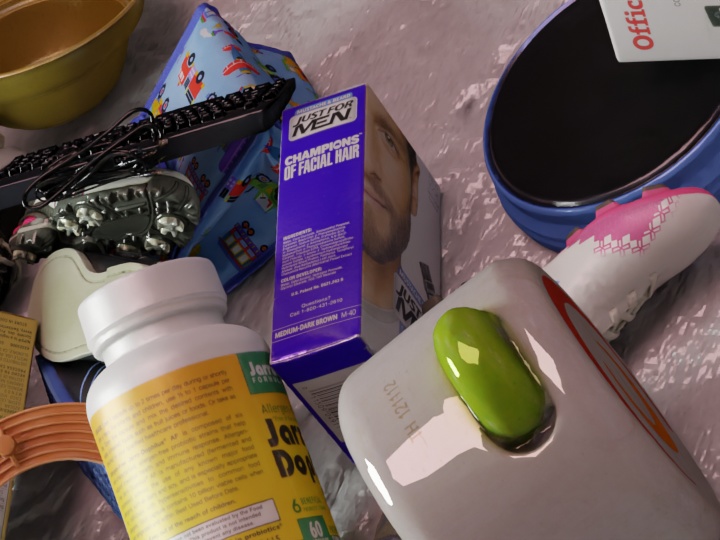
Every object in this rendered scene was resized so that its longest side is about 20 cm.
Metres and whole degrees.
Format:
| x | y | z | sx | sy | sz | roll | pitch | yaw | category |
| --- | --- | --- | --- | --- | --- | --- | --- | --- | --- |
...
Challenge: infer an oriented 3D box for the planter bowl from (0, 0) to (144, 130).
| x | y | z | sx | sy | sz | roll | pitch | yaw | category |
| --- | --- | --- | --- | --- | --- | --- | --- | --- | --- |
| -0.236 | -0.162 | 1.847 | 0.200 | 0.084 | 0.201 | -14 | 34 | 9 | planter bowl |

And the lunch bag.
| x | y | z | sx | sy | sz | roll | pitch | yaw | category |
| --- | --- | --- | --- | --- | --- | --- | --- | --- | --- |
| -0.112 | -0.049 | 1.672 | 0.200 | 0.094 | 0.151 | -49 | 39 | 16 | lunch bag |

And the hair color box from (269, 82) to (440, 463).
| x | y | z | sx | sy | sz | roll | pitch | yaw | category |
| --- | --- | --- | --- | --- | --- | --- | --- | --- | --- |
| 0.000 | 0.000 | 1.487 | 0.065 | 0.109 | 0.200 | -18 | 46 | 19 | hair color box |

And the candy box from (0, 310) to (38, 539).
| x | y | z | sx | sy | sz | roll | pitch | yaw | category |
| --- | --- | --- | --- | --- | --- | --- | --- | --- | --- |
| -0.254 | 0.137 | 1.591 | 0.117 | 0.056 | 0.200 | 122 | 158 | -52 | candy box |

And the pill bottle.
| x | y | z | sx | sy | sz | roll | pitch | yaw | category |
| --- | --- | --- | --- | --- | --- | --- | --- | --- | --- |
| -0.089 | 0.100 | 1.414 | 0.113 | 0.113 | 0.200 | -27 | 75 | 22 | pill bottle |

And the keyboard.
| x | y | z | sx | sy | sz | roll | pitch | yaw | category |
| --- | --- | --- | --- | --- | --- | --- | --- | --- | --- |
| -0.142 | -0.087 | 1.551 | 0.199 | 0.040 | 0.104 | -16 | 22 | 15 | keyboard |

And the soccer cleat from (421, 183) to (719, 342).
| x | y | z | sx | sy | sz | roll | pitch | yaw | category |
| --- | --- | --- | --- | --- | --- | --- | --- | --- | --- |
| 0.122 | 0.027 | 1.403 | 0.200 | 0.070 | 0.087 | -29 | 57 | 23 | soccer cleat |

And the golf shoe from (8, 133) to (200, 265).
| x | y | z | sx | sy | sz | roll | pitch | yaw | category |
| --- | --- | --- | --- | --- | --- | --- | --- | --- | --- |
| -0.164 | -0.053 | 1.617 | 0.200 | 0.077 | 0.088 | -12 | 58 | 55 | golf shoe |

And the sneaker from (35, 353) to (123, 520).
| x | y | z | sx | sy | sz | roll | pitch | yaw | category |
| --- | --- | --- | --- | --- | --- | --- | --- | --- | --- |
| -0.146 | 0.093 | 1.585 | 0.078 | 0.070 | 0.200 | -24 | 28 | -13 | sneaker |

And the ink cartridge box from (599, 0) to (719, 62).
| x | y | z | sx | sy | sz | roll | pitch | yaw | category |
| --- | --- | --- | --- | --- | --- | --- | --- | --- | --- |
| 0.227 | -0.192 | 1.384 | 0.199 | 0.146 | 0.084 | -2 | 55 | 19 | ink cartridge box |

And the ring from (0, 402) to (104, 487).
| x | y | z | sx | sy | sz | roll | pitch | yaw | category |
| --- | --- | --- | --- | --- | --- | --- | --- | --- | --- |
| -0.173 | 0.175 | 1.469 | 0.200 | 0.019 | 0.201 | -1 | 77 | 4 | ring |

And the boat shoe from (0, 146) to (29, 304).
| x | y | z | sx | sy | sz | roll | pitch | yaw | category |
| --- | --- | --- | --- | --- | --- | --- | --- | --- | --- |
| -0.274 | 0.002 | 1.778 | 0.064 | 0.071 | 0.200 | 19 | 65 | 26 | boat shoe |

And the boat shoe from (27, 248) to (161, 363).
| x | y | z | sx | sy | sz | roll | pitch | yaw | category |
| --- | --- | --- | --- | --- | --- | --- | --- | --- | --- |
| -0.149 | 0.024 | 1.579 | 0.199 | 0.066 | 0.075 | -8 | 73 | 59 | boat shoe |

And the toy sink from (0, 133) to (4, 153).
| x | y | z | sx | sy | sz | roll | pitch | yaw | category |
| --- | --- | --- | --- | --- | --- | --- | --- | --- | --- |
| -0.345 | -0.073 | 1.804 | 0.112 | 0.200 | 0.131 | 25 | 83 | 36 | toy sink |

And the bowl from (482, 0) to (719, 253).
| x | y | z | sx | sy | sz | roll | pitch | yaw | category |
| --- | --- | --- | --- | --- | --- | --- | --- | --- | --- |
| 0.160 | -0.101 | 1.493 | 0.200 | 0.039 | 0.201 | -24 | 43 | 25 | bowl |

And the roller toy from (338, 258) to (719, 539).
| x | y | z | sx | sy | sz | roll | pitch | yaw | category |
| --- | --- | --- | --- | --- | --- | --- | --- | --- | --- |
| 0.082 | 0.102 | 1.272 | 0.140 | 0.200 | 0.182 | -38 | 9 | 9 | roller toy |

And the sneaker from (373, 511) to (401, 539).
| x | y | z | sx | sy | sz | roll | pitch | yaw | category |
| --- | --- | --- | --- | --- | --- | --- | --- | --- | --- |
| 0.008 | 0.188 | 1.342 | 0.074 | 0.081 | 0.200 | -5 | 54 | 39 | sneaker |
